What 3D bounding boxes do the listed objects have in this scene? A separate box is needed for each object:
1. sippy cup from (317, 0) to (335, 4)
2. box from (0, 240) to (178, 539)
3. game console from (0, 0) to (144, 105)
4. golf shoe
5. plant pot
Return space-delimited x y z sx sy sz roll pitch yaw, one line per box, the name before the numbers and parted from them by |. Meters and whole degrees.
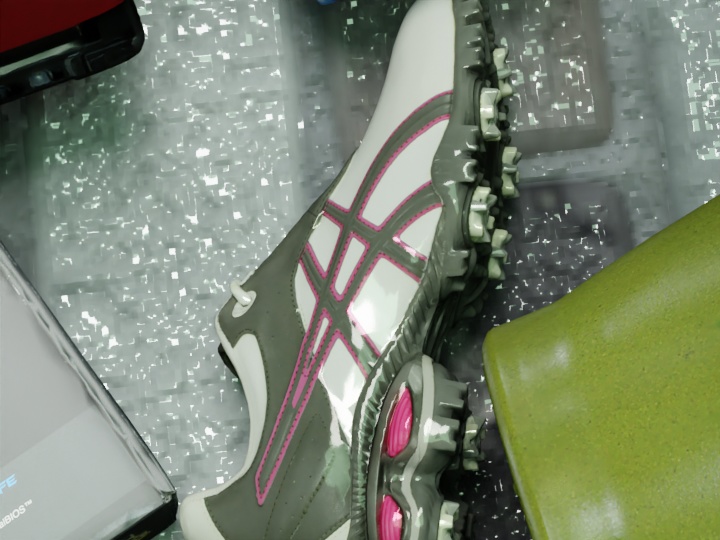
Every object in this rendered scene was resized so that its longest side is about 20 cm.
sippy cup | 0.000 -0.159 0.866 0.178 0.140 0.130 -26 87 0
box | -0.179 0.064 0.844 0.200 0.046 0.159 -34 80 -9
game console | -0.174 -0.089 0.807 0.200 0.119 0.172 -20 46 -4
golf shoe | 0.000 0.000 0.854 0.088 0.077 0.200 6 72 13
plant pot | 0.142 0.048 0.799 0.193 0.200 0.201 -19 78 5
